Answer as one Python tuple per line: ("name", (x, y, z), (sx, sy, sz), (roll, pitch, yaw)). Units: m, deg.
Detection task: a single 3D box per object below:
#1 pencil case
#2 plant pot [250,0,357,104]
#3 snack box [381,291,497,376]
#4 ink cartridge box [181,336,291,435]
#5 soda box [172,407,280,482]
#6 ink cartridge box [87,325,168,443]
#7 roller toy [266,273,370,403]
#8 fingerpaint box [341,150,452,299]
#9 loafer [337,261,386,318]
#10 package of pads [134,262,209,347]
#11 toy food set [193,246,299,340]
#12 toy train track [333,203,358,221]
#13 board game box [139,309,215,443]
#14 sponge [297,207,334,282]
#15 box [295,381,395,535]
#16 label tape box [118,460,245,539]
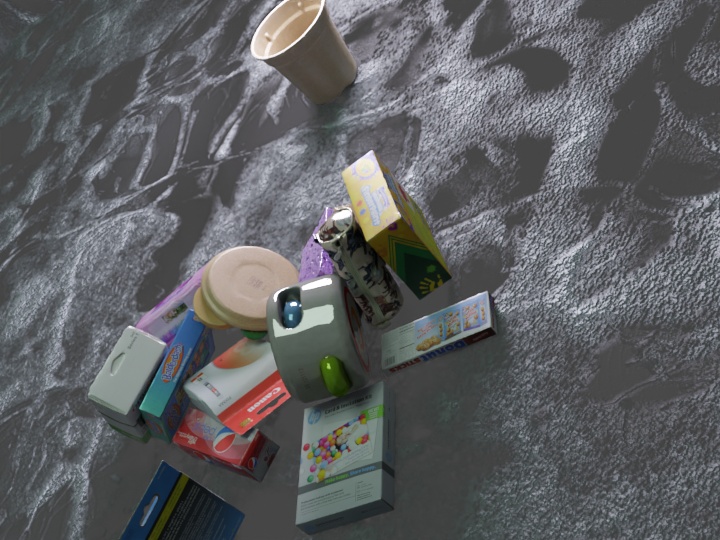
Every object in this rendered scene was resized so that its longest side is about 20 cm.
("pencil case", (0.000, 0.000, 1.571), (0.077, 0.201, 0.090), (-17, 32, 25))
("plant pot", (-0.108, -0.475, 2.104), (0.198, 0.184, 0.203), (-24, 43, 24))
("snack box", (0.120, 0.100, 1.501), (0.198, 0.024, 0.073), (-24, 41, 25))
("ink cartridge box", (-0.197, 0.190, 1.639), (0.161, 0.051, 0.199), (-36, 25, -24))
("soda box", (-0.230, 0.292, 1.621), (0.198, 0.063, 0.071), (6, 60, 45))
("ink cartridge box", (-0.404, 0.211, 1.740), (0.083, 0.201, 0.148), (23, 68, 8))
("roller toy", (-0.070, 0.108, 1.509), (0.137, 0.200, 0.186), (-16, 87, 7))
("fingerpaint box", (0.057, -0.076, 1.604), (0.073, 0.167, 0.201), (-34, 40, 12))
("loafer", (-0.029, 0.050, 1.659), (0.201, 0.073, 0.071), (-54, 26, -15))
("package of pads", (-0.355, 0.081, 1.893), (0.199, 0.076, 0.121), (-39, 14, 7))
("toy food set", (-0.194, 0.038, 1.740), (0.049, 0.195, 0.202), (109, 177, -46))
("toy train track", (-0.002, -0.071, 1.769), (0.113, 0.033, 0.203), (-9, 56, 28))
("board game box", (-0.327, 0.193, 1.737), (0.044, 0.153, 0.202), (20, 63, 6))
("sponge", (-0.078, -0.013, 1.718), (0.112, 0.029, 0.201), (-57, 16, 33))
("box", (-0.020, 0.282, 1.454), (0.154, 0.041, 0.202), (-22, 42, 26))
("label tape box", (-0.287, 0.392, 1.470), (0.063, 0.200, 0.146), (5, 58, 44))
